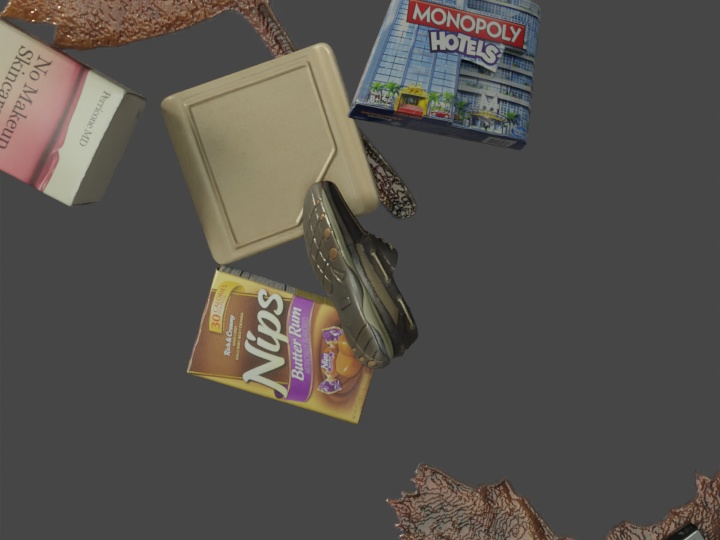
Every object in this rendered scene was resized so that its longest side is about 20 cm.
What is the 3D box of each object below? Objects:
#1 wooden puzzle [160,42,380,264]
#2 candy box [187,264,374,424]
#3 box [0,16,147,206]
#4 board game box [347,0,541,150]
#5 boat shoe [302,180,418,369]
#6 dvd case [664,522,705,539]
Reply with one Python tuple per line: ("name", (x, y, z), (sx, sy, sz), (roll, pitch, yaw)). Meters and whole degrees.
("wooden puzzle", (-0.096, -0.125, 0.831), (0.196, 0.037, 0.188), (-18, 99, 2))
("candy box", (-0.079, 0.081, 0.845), (0.196, 0.056, 0.119), (17, 96, -5))
("box", (-0.336, -0.167, 0.765), (0.197, 0.109, 0.130), (28, 94, -7))
("board game box", (0.098, -0.247, 0.801), (0.196, 0.062, 0.204), (8, 86, -10))
("boat shoe", (0.000, 0.000, 0.805), (0.072, 0.074, 0.203), (-21, 89, -31))
("dvd case", (0.364, 0.428, 0.941), (0.198, 0.025, 0.152), (-34, 98, 0))
